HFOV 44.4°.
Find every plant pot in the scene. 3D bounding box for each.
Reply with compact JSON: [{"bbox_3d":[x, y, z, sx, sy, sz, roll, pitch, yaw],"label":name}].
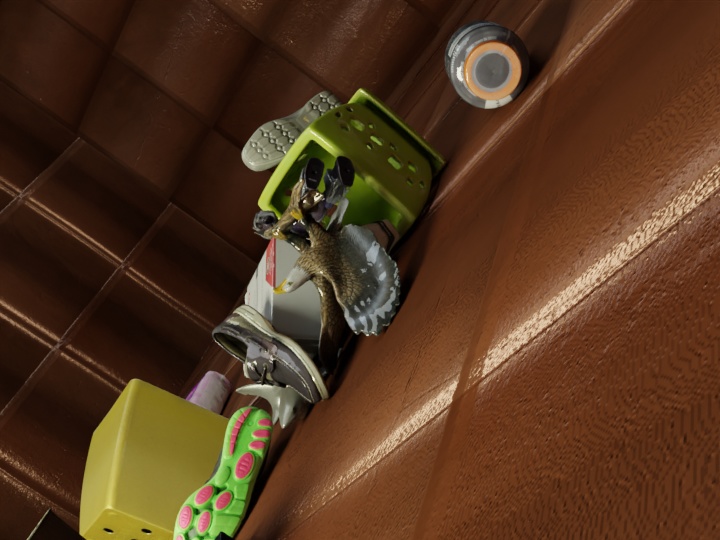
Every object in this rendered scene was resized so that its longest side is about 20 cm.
[{"bbox_3d":[-0.293,0.309,1.267,0.200,0.199,0.177,-47,24,43],"label":"plant pot"},{"bbox_3d":[-0.001,-0.136,1.311,0.199,0.200,0.182,-46,4,48],"label":"plant pot"}]

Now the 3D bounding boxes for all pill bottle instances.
[{"bbox_3d":[0.168,-0.275,1.180,0.107,0.106,0.200,-52,9,16],"label":"pill bottle"}]

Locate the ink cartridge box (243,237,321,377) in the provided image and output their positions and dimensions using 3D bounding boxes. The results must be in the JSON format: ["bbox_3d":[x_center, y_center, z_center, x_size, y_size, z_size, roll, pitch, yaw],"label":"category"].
[{"bbox_3d":[-0.107,0.059,1.254,0.200,0.082,0.148,129,143,-62],"label":"ink cartridge box"}]

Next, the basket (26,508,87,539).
[{"bbox_3d":[-0.235,0.329,0.766,0.181,0.199,0.136,-49,9,29],"label":"basket"}]

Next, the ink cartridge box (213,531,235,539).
[{"bbox_3d":[-0.186,0.371,0.893,0.201,0.039,0.099,-56,9,-1],"label":"ink cartridge box"}]

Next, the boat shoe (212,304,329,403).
[{"bbox_3d":[-0.113,0.111,1.081,0.065,0.072,0.200,-33,45,-22],"label":"boat shoe"}]

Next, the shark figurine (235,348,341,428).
[{"bbox_3d":[-0.103,0.136,1.177,0.129,0.089,0.214,-55,10,-13],"label":"shark figurine"}]

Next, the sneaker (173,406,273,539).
[{"bbox_3d":[-0.158,0.268,1.079,0.201,0.076,0.084,-61,-15,-26],"label":"sneaker"}]

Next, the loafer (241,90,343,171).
[{"bbox_3d":[-0.105,-0.206,1.365,0.199,0.070,0.070,-36,-11,-31],"label":"loafer"}]

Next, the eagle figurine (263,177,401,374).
[{"bbox_3d":[-0.038,0.007,1.080,0.151,0.201,0.152,-39,-8,3],"label":"eagle figurine"}]

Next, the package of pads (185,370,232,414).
[{"bbox_3d":[-0.349,0.313,1.892,0.121,0.075,0.200,-48,10,22],"label":"package of pads"}]

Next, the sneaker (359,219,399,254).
[{"bbox_3d":[0.000,0.000,1.236,0.087,0.076,0.200,-28,-14,-29],"label":"sneaker"}]

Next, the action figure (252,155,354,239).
[{"bbox_3d":[-0.078,-0.074,1.214,0.200,0.129,0.070,123,145,-49],"label":"action figure"}]
